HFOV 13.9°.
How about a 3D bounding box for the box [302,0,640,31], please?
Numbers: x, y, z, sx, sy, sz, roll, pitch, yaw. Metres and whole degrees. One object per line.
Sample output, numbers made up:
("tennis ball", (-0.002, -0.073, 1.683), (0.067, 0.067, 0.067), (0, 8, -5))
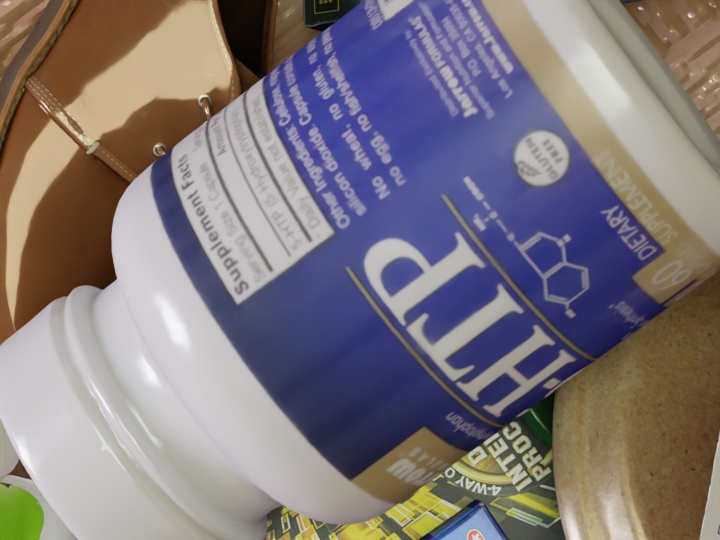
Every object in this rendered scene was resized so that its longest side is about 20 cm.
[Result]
("box", (0.045, -0.179, 0.904), (0.136, 0.038, 0.201), (-5, 83, 34))

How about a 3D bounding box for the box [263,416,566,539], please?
("box", (0.040, 0.122, 0.904), (0.161, 0.049, 0.201), (-35, 88, -2))

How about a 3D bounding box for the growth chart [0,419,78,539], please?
("growth chart", (-0.173, 0.104, 0.860), (0.199, 0.018, 0.146), (-1, 112, -28))

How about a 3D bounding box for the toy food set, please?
("toy food set", (0.142, 0.065, 0.881), (0.199, 0.049, 0.199), (-7, 73, -28))

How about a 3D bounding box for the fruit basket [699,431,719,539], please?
("fruit basket", (0.180, 0.049, 0.806), (0.200, 0.093, 0.186), (37, 55, -32))

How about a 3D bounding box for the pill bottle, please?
("pill bottle", (0.000, 0.000, 0.827), (0.200, 0.120, 0.120), (-37, 86, 12))

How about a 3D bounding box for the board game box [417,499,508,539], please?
("board game box", (0.035, 0.187, 0.853), (0.134, 0.045, 0.201), (-33, 88, -2))

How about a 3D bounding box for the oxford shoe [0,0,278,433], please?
("oxford shoe", (-0.068, -0.041, 0.897), (0.071, 0.071, 0.201), (14, 84, 26))
